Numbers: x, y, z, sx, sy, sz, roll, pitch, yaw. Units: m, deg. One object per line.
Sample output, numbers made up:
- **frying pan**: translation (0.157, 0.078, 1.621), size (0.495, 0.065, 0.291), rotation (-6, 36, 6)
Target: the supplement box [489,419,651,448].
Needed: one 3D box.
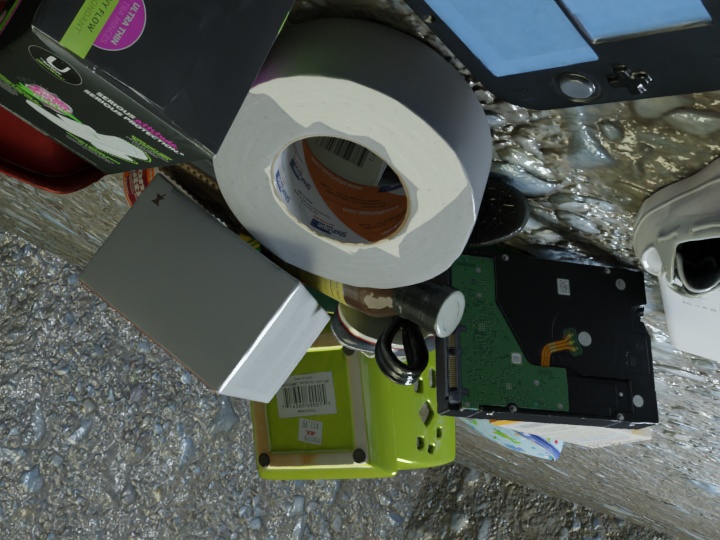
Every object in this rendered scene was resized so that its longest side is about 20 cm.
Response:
- **supplement box**: translation (0.207, 0.098, 0.888), size (0.073, 0.128, 0.198), rotation (-18, 155, 38)

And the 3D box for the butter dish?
- **butter dish**: translation (-0.277, -0.179, 0.776), size (0.197, 0.150, 0.200), rotation (23, -149, 8)

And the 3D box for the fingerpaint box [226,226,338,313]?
- **fingerpaint box**: translation (-0.086, -0.008, 1.007), size (0.164, 0.075, 0.200), rotation (6, -175, 7)

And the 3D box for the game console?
- **game console**: translation (0.096, -0.148, 0.455), size (0.175, 0.031, 0.199), rotation (10, 161, 48)

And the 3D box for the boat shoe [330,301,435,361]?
- **boat shoe**: translation (0.027, 0.056, 0.864), size (0.199, 0.062, 0.072), rotation (-2, -123, -59)

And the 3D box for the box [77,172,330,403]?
- **box**: translation (-0.125, 0.025, 0.781), size (0.151, 0.107, 0.200), rotation (37, 175, 11)

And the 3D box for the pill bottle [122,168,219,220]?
- **pill bottle**: translation (-0.172, -0.099, 0.935), size (0.109, 0.111, 0.199), rotation (30, 165, -26)

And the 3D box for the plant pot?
- **plant pot**: translation (-0.019, 0.133, 1.008), size (0.197, 0.203, 0.181), rotation (-7, 177, 26)

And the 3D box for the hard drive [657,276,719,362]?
- **hard drive**: translation (0.332, 0.043, 0.783), size (0.130, 0.026, 0.200), rotation (17, 165, 28)

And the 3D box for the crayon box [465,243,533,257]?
- **crayon box**: translation (0.081, -0.010, 0.964), size (0.197, 0.052, 0.126), rotation (23, 166, 9)

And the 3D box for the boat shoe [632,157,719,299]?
- **boat shoe**: translation (0.238, -0.017, 0.622), size (0.071, 0.069, 0.200), rotation (25, 166, -4)

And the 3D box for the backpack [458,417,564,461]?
- **backpack**: translation (0.220, 0.162, 1.172), size (0.198, 0.149, 0.183), rotation (26, 169, -19)

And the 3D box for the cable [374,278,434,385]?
- **cable**: translation (0.052, 0.029, 0.810), size (0.097, 0.050, 0.200), rotation (44, -155, 4)

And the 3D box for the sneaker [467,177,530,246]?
- **sneaker**: translation (0.068, -0.047, 0.824), size (0.197, 0.061, 0.104), rotation (-7, 180, 26)

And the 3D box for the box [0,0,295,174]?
- **box**: translation (-0.149, -0.160, 0.577), size (0.124, 0.150, 0.199), rotation (34, 164, -31)

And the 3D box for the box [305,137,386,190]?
- **box**: translation (-0.033, -0.089, 0.822), size (0.081, 0.069, 0.200), rotation (26, 166, -6)

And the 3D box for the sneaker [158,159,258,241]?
- **sneaker**: translation (-0.118, -0.117, 0.744), size (0.199, 0.109, 0.070), rotation (38, 158, -14)

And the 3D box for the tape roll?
- **tape roll**: translation (-0.006, -0.078, 0.654), size (0.197, 0.067, 0.202), rotation (13, 140, 11)

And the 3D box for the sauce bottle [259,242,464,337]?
- **sauce bottle**: translation (0.000, 0.000, 0.766), size (0.198, 0.065, 0.065), rotation (25, 170, 34)

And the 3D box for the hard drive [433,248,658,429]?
- **hard drive**: translation (0.159, 0.061, 0.777), size (0.197, 0.142, 0.038), rotation (6, 160, -18)
